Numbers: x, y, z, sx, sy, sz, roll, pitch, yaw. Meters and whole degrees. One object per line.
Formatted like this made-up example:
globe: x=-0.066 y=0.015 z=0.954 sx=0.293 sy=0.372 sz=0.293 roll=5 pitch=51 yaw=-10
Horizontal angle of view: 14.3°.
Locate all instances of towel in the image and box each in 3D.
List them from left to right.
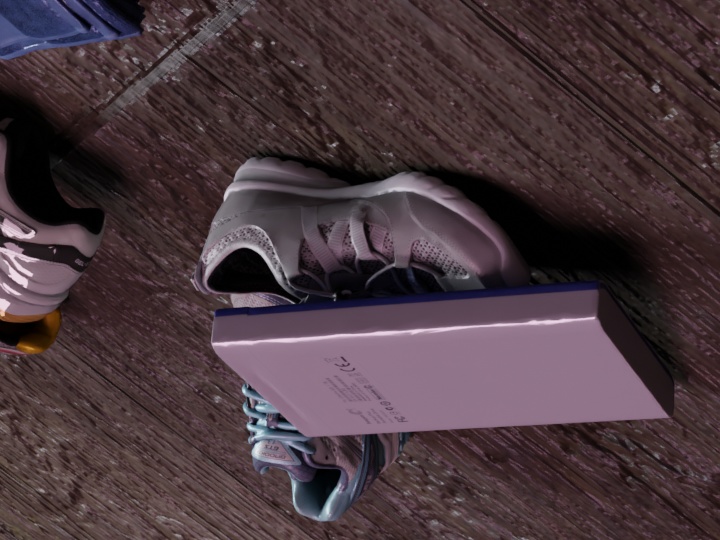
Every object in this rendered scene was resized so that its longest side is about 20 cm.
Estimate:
towel: x=-0.196 y=-0.153 z=1.441 sx=0.200 sy=0.049 sz=0.112 roll=-1 pitch=138 yaw=52

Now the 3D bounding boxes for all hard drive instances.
hard drive: x=0.043 y=0.046 z=1.429 sx=0.199 sy=0.025 sz=0.132 roll=-4 pitch=155 yaw=22

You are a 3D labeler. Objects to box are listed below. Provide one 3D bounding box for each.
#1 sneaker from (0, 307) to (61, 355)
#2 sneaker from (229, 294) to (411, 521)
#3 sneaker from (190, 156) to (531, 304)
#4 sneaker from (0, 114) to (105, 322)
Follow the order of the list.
sneaker: x=-0.246 y=-0.013 z=1.741 sx=0.082 sy=0.078 sz=0.200 roll=11 pitch=157 yaw=32
sneaker: x=-0.029 y=0.071 z=1.603 sx=0.077 sy=0.086 sz=0.200 roll=15 pitch=150 yaw=32
sneaker: x=0.000 y=0.000 z=1.442 sx=0.199 sy=0.082 sz=0.075 roll=8 pitch=145 yaw=44
sneaker: x=-0.221 y=-0.069 z=1.617 sx=0.200 sy=0.076 sz=0.088 roll=48 pitch=115 yaw=3
